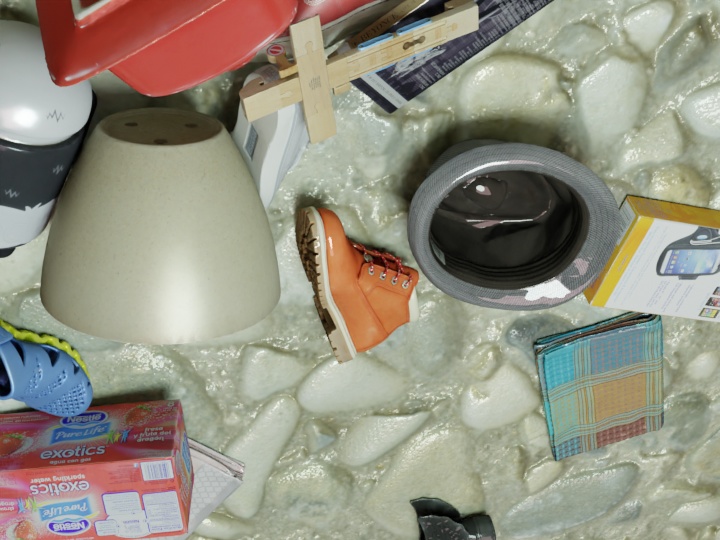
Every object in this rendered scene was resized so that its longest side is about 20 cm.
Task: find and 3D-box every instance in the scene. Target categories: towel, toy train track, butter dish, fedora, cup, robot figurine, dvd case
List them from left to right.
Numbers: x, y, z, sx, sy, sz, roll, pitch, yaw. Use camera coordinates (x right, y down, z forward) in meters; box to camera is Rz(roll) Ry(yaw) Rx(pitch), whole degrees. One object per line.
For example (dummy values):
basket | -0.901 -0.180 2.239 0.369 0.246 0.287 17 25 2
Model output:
robot figurine | -0.290 -0.101 0.999 0.124 0.151 0.201 23 122 -12
towel | -0.253 0.248 1.368 0.190 0.032 0.200 30 115 -34
cup | -0.160 -0.049 1.022 0.198 0.201 0.145 -2 115 -14
butter dish | -0.122 -0.204 0.916 0.198 0.201 0.148 -28 140 9
toy train track | -0.003 -0.167 0.962 0.198 0.033 0.115 -23 140 -13
dvd case | 0.079 -0.208 1.036 0.199 0.016 0.149 -34 163 13
fedora | 0.135 -0.057 1.180 0.198 0.091 0.178 9 125 -15
towel | 0.277 0.134 1.432 0.145 0.022 0.201 -17 132 -1

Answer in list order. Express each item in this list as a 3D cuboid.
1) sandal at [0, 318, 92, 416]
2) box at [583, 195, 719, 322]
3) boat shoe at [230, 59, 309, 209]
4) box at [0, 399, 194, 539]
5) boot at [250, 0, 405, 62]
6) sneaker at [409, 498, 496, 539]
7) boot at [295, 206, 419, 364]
sandal | -0.331 0.091 1.175 0.079 0.087 0.200 -39 131 16
box | 0.341 -0.008 1.319 0.198 0.042 0.120 6 127 -24
boat shoe | -0.071 -0.114 1.065 0.068 0.072 0.201 -24 157 -25
box | -0.270 0.202 1.245 0.197 0.095 0.104 -6 120 1
boot | -0.029 -0.255 0.981 0.198 0.073 0.145 -24 132 -7
sneaker | 0.109 0.359 1.552 0.103 0.060 0.202 -6 126 -13
boot | 0.000 0.000 1.208 0.106 0.075 0.201 -21 141 -2
